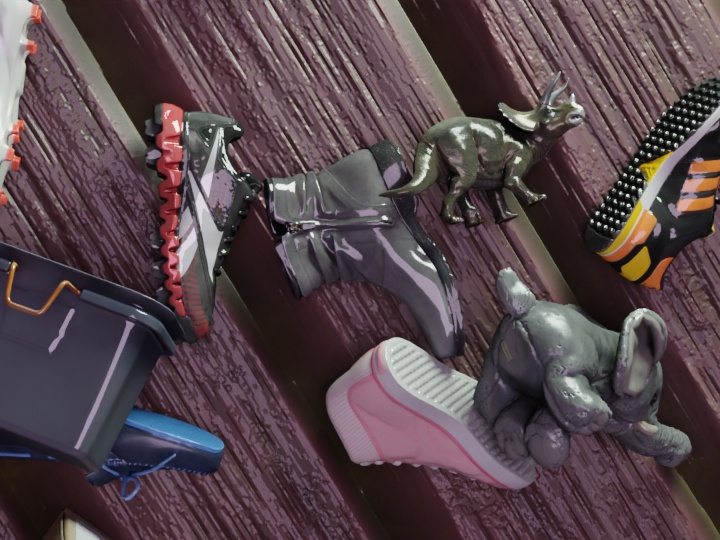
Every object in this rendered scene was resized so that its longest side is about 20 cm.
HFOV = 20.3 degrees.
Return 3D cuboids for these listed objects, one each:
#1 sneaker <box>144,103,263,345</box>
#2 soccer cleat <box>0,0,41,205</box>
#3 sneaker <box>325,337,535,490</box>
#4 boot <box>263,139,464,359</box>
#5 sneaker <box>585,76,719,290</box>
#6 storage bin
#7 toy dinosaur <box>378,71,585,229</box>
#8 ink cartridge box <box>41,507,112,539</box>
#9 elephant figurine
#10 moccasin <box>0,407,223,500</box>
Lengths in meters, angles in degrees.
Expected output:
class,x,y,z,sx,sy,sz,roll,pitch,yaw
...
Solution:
class,x,y,z,sx,sy,sz,roll,pitch,yaw
sneaker,-0.128,-0.040,1.677,0.097,0.071,0.202,-2,91,-6
soccer cleat,-0.314,-0.139,1.653,0.077,0.069,0.202,8,84,-4
sneaker,0.054,0.137,1.717,0.104,0.076,0.200,-33,126,31
boot,0.000,0.000,1.698,0.131,0.070,0.201,-22,83,-13
sneaker,0.284,-0.075,1.746,0.090,0.070,0.200,40,86,-23
storage bin,-0.259,0.067,1.594,0.199,0.146,0.135,19,76,7
toy dinosaur,0.095,-0.092,1.702,0.199,0.077,0.103,-13,79,-18
ink cartridge box,-0.254,0.291,1.606,0.075,0.200,0.165,36,88,-8
elephant figurine,0.201,0.087,1.707,0.199,0.142,0.156,-11,137,-39
moccasin,-0.214,0.147,1.678,0.199,0.080,0.069,13,94,6
